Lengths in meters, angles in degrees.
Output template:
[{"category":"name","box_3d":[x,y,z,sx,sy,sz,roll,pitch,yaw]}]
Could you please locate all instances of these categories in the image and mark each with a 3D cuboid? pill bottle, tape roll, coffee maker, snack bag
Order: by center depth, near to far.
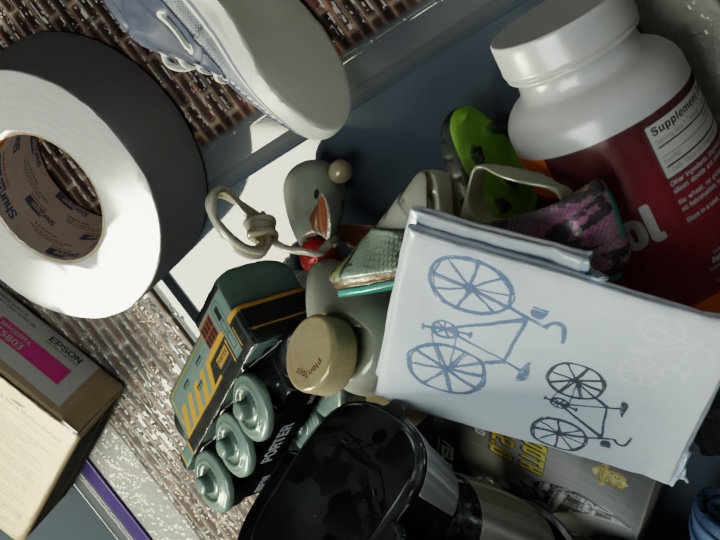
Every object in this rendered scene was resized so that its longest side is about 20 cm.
[{"category":"snack bag","box_3d":[0.110,0.046,1.042,0.198,0.022,0.189,16,146,5]},{"category":"pill bottle","box_3d":[0.156,-0.062,1.076,0.112,0.113,0.201,-16,111,38]},{"category":"coffee maker","box_3d":[0.027,0.203,1.160,0.134,0.194,0.200,-1,156,39]},{"category":"tape roll","box_3d":[-0.211,-0.067,1.334,0.199,0.066,0.202,16,128,21]}]

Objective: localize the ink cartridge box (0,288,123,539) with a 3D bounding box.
[{"category":"ink cartridge box","box_3d":[-0.310,0.100,1.504,0.199,0.075,0.165,39,131,4]}]

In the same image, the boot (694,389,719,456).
[{"category":"boot","box_3d":[0.286,0.115,1.145,0.161,0.073,0.200,10,127,29]}]

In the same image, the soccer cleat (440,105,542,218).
[{"category":"soccer cleat","box_3d":[0.092,-0.011,1.184,0.081,0.068,0.201,-15,115,39]}]

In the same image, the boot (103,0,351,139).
[{"category":"boot","box_3d":[-0.092,-0.154,1.206,0.201,0.073,0.090,52,140,2]}]

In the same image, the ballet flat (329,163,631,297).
[{"category":"ballet flat","box_3d":[0.065,-0.025,1.060,0.199,0.069,0.072,-4,96,38]}]

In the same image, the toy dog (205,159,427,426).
[{"category":"toy dog","box_3d":[0.000,0.000,1.179,0.096,0.131,0.201,-39,69,30]}]

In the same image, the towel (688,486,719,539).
[{"category":"towel","box_3d":[0.269,0.242,1.222,0.111,0.048,0.201,33,148,50]}]

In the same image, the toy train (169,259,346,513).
[{"category":"toy train","box_3d":[-0.077,0.083,1.273,0.115,0.085,0.200,61,147,23]}]

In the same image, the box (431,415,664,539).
[{"category":"box","box_3d":[0.126,0.105,1.209,0.157,0.049,0.201,27,152,15]}]

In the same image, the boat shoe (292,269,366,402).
[{"category":"boat shoe","box_3d":[-0.029,0.091,1.330,0.068,0.072,0.201,9,130,46]}]
